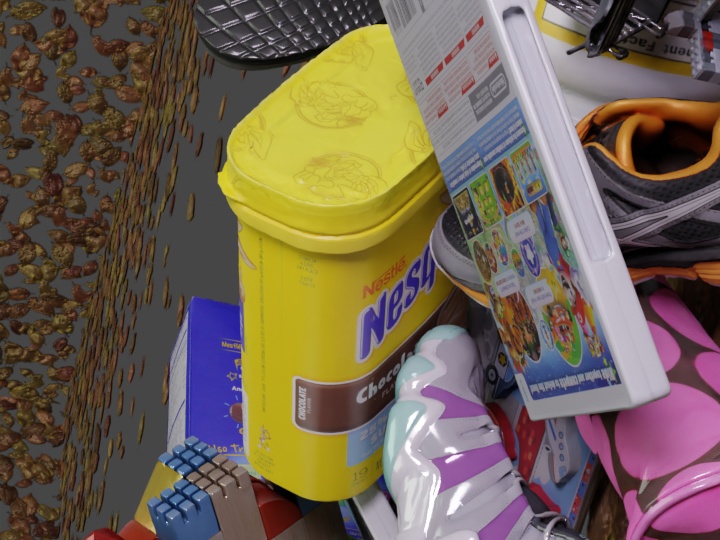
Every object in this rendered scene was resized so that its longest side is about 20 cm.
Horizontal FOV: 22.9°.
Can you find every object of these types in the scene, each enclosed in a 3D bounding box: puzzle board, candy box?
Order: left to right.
[{"bbox_3d":[-0.048,0.128,1.229,0.077,0.169,0.200,119,157,-43],"label":"candy box"},{"bbox_3d":[0.070,0.103,0.968,0.151,0.017,0.200,47,132,44],"label":"puzzle board"}]

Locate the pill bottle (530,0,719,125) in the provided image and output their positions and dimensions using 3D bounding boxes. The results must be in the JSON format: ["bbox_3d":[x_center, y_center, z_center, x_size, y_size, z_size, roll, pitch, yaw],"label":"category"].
[{"bbox_3d":[0.133,-0.144,0.819,0.112,0.112,0.200,-113,35,-64],"label":"pill bottle"}]

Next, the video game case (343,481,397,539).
[{"bbox_3d":[0.002,0.132,1.017,0.200,0.017,0.143,58,173,48],"label":"video game case"}]

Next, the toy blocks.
[{"bbox_3d":[-0.083,0.159,0.984,0.100,0.200,0.137,24,137,46],"label":"toy blocks"}]

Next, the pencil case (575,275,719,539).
[{"bbox_3d":[0.125,0.065,0.772,0.200,0.091,0.094,-110,35,-59],"label":"pencil case"}]

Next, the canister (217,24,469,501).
[{"bbox_3d":[0.000,0.000,0.879,0.149,0.087,0.200,-45,-31,-39],"label":"canister"}]

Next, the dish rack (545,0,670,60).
[{"bbox_3d":[0.111,-0.152,0.651,0.154,0.055,0.200,-67,-9,18],"label":"dish rack"}]

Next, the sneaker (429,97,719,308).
[{"bbox_3d":[0.108,-0.035,0.752,0.200,0.077,0.078,-11,40,39],"label":"sneaker"}]

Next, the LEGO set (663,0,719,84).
[{"bbox_3d":[0.181,-0.147,0.625,0.200,0.116,0.154,133,144,-65],"label":"LEGO set"}]

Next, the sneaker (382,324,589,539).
[{"bbox_3d":[0.080,0.120,0.828,0.078,0.140,0.200,62,-148,-61],"label":"sneaker"}]

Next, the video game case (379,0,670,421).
[{"bbox_3d":[0.058,-0.040,0.693,0.143,0.018,0.200,146,105,-78],"label":"video game case"}]

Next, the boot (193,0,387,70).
[{"bbox_3d":[-0.002,-0.132,1.016,0.068,0.200,0.131,59,159,22],"label":"boot"}]
